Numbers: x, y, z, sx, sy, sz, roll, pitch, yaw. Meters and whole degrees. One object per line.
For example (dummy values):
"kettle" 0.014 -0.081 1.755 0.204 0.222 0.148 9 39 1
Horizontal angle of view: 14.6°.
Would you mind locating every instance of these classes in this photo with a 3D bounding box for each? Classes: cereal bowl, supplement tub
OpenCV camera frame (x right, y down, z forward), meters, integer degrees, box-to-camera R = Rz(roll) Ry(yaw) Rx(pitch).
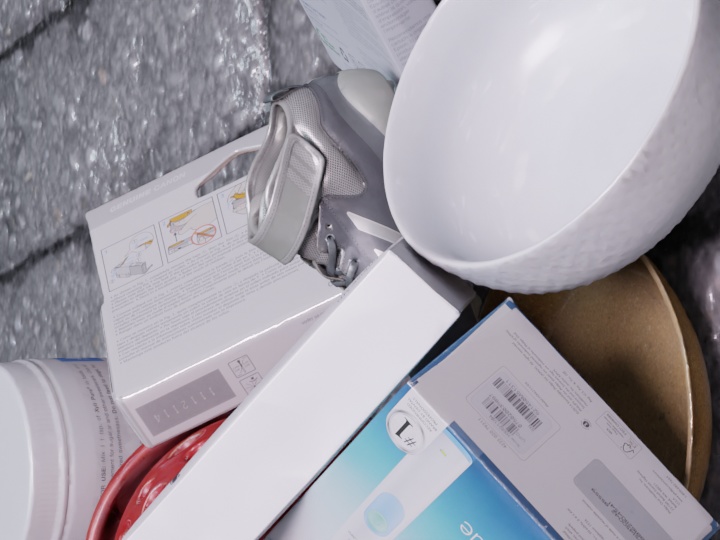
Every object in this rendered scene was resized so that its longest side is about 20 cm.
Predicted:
"cereal bowl" 0.108 -0.075 1.335 0.200 0.083 0.200 -31 44 36
"supplement tub" -0.126 0.116 1.659 0.132 0.200 0.132 -5 85 61

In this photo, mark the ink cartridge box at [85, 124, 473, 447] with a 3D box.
"ink cartridge box" -0.049 -0.010 1.558 0.045 0.200 0.176 59 -171 -36

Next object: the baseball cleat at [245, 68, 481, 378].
"baseball cleat" 0.000 0.000 1.427 0.070 0.106 0.200 -36 72 65

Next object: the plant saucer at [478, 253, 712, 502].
"plant saucer" 0.118 0.073 1.391 0.200 0.035 0.201 -2 88 61

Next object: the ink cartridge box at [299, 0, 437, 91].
"ink cartridge box" -0.015 -0.172 1.493 0.200 0.041 0.200 58 175 -28

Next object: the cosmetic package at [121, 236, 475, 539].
"cosmetic package" -0.031 0.072 1.350 0.200 0.051 0.083 -48 1 9

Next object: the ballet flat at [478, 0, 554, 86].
"ballet flat" 0.087 -0.171 1.429 0.064 0.067 0.200 -8 82 50

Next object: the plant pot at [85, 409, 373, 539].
"plant pot" -0.043 0.168 1.524 0.182 0.200 0.201 -169 81 -70

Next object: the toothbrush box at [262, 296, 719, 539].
"toothbrush box" 0.050 0.132 1.330 0.146 0.085 0.200 48 140 6
